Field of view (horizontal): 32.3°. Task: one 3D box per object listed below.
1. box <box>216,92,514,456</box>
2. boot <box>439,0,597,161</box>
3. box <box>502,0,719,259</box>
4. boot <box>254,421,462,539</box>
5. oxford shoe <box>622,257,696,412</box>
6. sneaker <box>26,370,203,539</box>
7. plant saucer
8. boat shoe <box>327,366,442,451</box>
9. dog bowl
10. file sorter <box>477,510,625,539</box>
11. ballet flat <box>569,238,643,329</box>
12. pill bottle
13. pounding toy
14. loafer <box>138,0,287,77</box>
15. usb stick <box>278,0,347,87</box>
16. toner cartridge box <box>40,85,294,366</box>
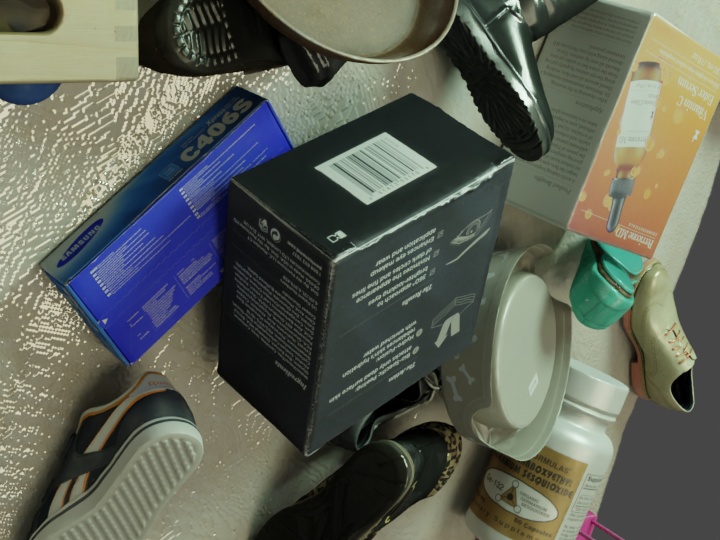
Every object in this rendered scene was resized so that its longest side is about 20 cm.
[{"bbox_3d":[0.000,0.000,0.960,0.196,0.117,0.202,-29,142,-37],"label":"box"},{"bbox_3d":[0.170,-0.215,1.057,0.200,0.065,0.166,-40,105,-23],"label":"boot"},{"bbox_3d":[0.233,-0.132,1.159,0.151,0.106,0.202,13,101,-45],"label":"box"},{"bbox_3d":[0.000,0.211,1.129,0.200,0.073,0.150,-48,164,24],"label":"boot"},{"bbox_3d":[0.343,0.073,1.387,0.071,0.074,0.201,-37,131,-23],"label":"oxford shoe"},{"bbox_3d":[-0.192,0.161,0.944,0.078,0.080,0.200,26,117,-40],"label":"sneaker"},{"bbox_3d":[-0.022,-0.222,0.858,0.199,0.202,0.034,-12,163,-38],"label":"plant saucer"},{"bbox_3d":[0.046,0.110,1.139,0.199,0.062,0.073,-25,126,-32],"label":"boat shoe"},{"bbox_3d":[0.137,0.074,1.164,0.199,0.058,0.203,-15,107,-58],"label":"dog bowl"},{"bbox_3d":[0.221,0.367,1.385,0.199,0.125,0.140,4,108,-43],"label":"file sorter"},{"bbox_3d":[0.235,0.009,1.232,0.070,0.067,0.200,-47,179,20],"label":"ballet flat"},{"bbox_3d":[0.196,0.194,1.283,0.114,0.114,0.202,18,98,-46],"label":"pill bottle"},{"bbox_3d":[-0.252,-0.134,0.676,0.199,0.183,0.144,-9,104,-40],"label":"pounding toy"},{"bbox_3d":[-0.087,-0.175,0.878,0.199,0.071,0.074,-16,102,-53],"label":"loafer"},{"bbox_3d":[0.001,-0.205,0.912,0.201,0.032,0.056,-55,127,-40],"label":"usb stick"},{"bbox_3d":[-0.130,-0.034,0.919,0.200,0.043,0.095,-45,133,-17],"label":"toner cartridge box"}]
